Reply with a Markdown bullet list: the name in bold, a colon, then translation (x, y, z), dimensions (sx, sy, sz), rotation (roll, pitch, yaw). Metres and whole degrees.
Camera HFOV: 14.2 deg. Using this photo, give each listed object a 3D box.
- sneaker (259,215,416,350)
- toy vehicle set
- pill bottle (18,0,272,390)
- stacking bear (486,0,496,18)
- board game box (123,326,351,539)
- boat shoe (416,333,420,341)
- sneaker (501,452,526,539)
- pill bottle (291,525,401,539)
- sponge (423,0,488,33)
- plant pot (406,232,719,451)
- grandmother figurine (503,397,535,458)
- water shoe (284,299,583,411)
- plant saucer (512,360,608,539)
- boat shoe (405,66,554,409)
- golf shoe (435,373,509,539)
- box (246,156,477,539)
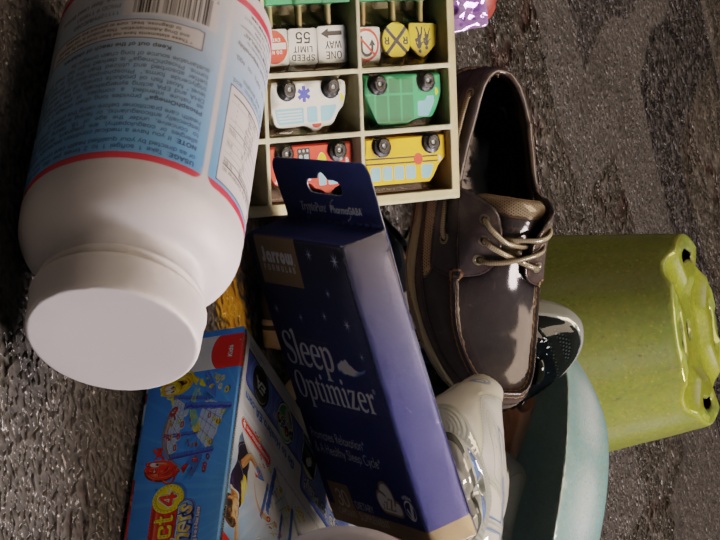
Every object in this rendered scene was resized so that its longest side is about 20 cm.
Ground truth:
- **sneaker**: translation (0.000, 0.000, 1.726), dimensions (0.200, 0.078, 0.080), rotation (-11, 98, -70)
- **toy vehicle set**: translation (-0.033, -0.094, 1.560), dimensions (0.199, 0.026, 0.125), rotation (-7, 96, -36)
- **pill bottle**: translation (-0.105, -0.047, 1.391), dimensions (0.109, 0.108, 0.201), rotation (61, 29, -47)
- **stacking bear**: translation (-0.013, -0.120, 1.703), dimensions (0.114, 0.121, 0.200), rotation (52, 40, -27)
- **board game box**: translation (-0.059, 0.168, 1.518), dimensions (0.200, 0.056, 0.197), rotation (60, 29, -48)
- **boat shoe**: translation (0.014, 0.110, 1.742), dimensions (0.201, 0.073, 0.063), rotation (-83, -179, -55)
- **sneaker**: translation (0.069, 0.207, 1.720), dimensions (0.201, 0.099, 0.078), rotation (-68, 154, -13)
- **pill bottle**: translation (0.021, 0.200, 1.473), dimensions (0.200, 0.113, 0.114), rotation (34, 51, -66)
- **sponge**: translation (0.012, -0.223, 1.606), dimensions (0.030, 0.111, 0.201), rotation (-135, -143, -59)
- **plant pot**: translation (0.142, 0.052, 1.956), dimensions (0.200, 0.183, 0.201), rotation (-8, 90, -71)
- **grandmother figurine**: translation (0.073, 0.136, 1.830), dimensions (0.121, 0.060, 0.201), rotation (-45, 152, -40)
- **water shoe**: translation (0.051, 0.078, 1.680), dimensions (0.079, 0.199, 0.072), rotation (49, -30, 49)
- **plant saucer**: translation (0.124, 0.143, 1.792), dimensions (0.201, 0.038, 0.202), rotation (-172, -90, -84)
- **boat shoe**: translation (0.069, -0.023, 1.640), dimensions (0.074, 0.073, 0.201), rotation (-2, 76, -28)
- **golf shoe**: translation (0.059, 0.149, 1.625), dimensions (0.097, 0.078, 0.201), rotation (-48, 150, -44)
- **box**: translation (-0.005, 0.041, 1.493), dimensions (0.121, 0.032, 0.201), rotation (8, -63, 64)
